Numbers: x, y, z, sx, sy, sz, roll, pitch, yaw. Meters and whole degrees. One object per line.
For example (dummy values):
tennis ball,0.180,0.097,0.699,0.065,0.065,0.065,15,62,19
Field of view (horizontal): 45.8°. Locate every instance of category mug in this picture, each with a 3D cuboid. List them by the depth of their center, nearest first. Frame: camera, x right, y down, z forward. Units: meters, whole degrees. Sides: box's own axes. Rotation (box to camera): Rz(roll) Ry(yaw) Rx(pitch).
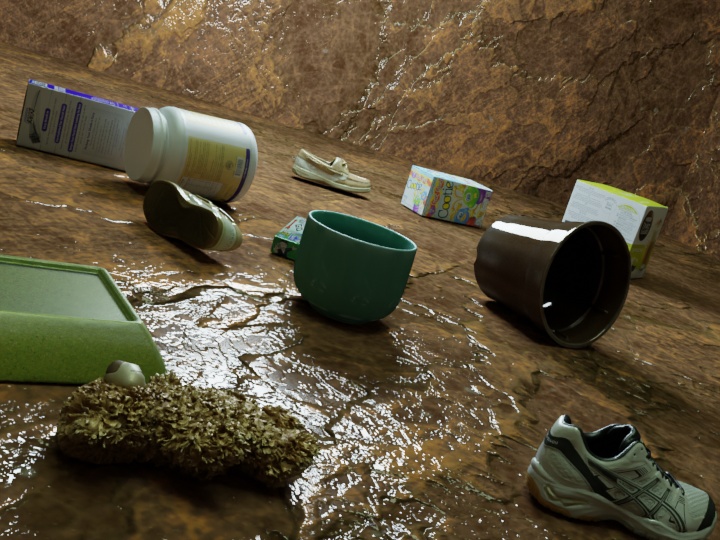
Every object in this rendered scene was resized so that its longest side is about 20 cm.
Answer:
mug,0.000,0.003,1.128,0.183,0.116,0.152,10,15,-31

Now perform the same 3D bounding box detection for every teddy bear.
teddy bear,-0.124,0.112,0.645,0.197,0.068,0.145,17,11,-9

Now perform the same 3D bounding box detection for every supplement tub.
supplement tub,-0.295,-0.202,1.479,0.198,0.148,0.145,7,17,-38

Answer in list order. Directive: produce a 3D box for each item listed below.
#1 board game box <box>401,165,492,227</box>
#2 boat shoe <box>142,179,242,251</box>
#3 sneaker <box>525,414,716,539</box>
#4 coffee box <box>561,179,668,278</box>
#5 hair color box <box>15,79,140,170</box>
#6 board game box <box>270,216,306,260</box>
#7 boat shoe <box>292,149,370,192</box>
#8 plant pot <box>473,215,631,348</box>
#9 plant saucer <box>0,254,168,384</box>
board game box,0.221,-0.188,2.178,0.197,0.105,0.105,9,16,-34
boat shoe,-0.243,-0.072,1.222,0.199,0.075,0.066,33,7,41
sneaker,0.254,0.190,0.784,0.197,0.089,0.076,16,12,-17
coffee box,0.653,-0.108,2.221,0.198,0.201,0.198,26,16,31
hair color box,-0.496,-0.255,1.506,0.197,0.111,0.065,12,14,-25
board game box,-0.063,-0.041,1.401,0.132,0.030,0.200,18,14,2
boat shoe,-0.063,-0.240,2.060,0.197,0.067,0.074,14,14,-15
plant pot,0.302,0.002,1.399,0.198,0.204,0.197,8,8,-34
plant saucer,-0.287,0.035,0.772,0.197,0.049,0.199,8,17,-35
